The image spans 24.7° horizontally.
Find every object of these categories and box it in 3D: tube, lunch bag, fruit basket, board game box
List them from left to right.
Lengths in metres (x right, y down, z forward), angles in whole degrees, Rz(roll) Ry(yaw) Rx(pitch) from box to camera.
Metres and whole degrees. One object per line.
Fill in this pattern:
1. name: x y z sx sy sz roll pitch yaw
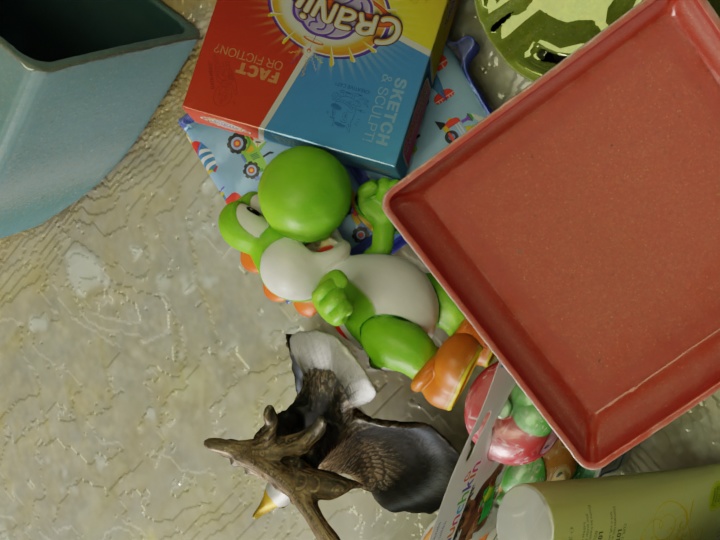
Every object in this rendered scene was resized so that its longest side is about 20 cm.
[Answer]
1. board game box: -0.014 -0.176 1.080 0.152 0.040 0.202 16 84 12
2. lunch bag: 0.003 -0.094 1.127 0.199 0.094 0.151 -35 80 15
3. fruit basket: 0.116 0.092 1.030 0.093 0.200 0.187 26 109 19
4. tube: 0.174 0.154 1.026 0.058 0.199 0.052 -36 60 44

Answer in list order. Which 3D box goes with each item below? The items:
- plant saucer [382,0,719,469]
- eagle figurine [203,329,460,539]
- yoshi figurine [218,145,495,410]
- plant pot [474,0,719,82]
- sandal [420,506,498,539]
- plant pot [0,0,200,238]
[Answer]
1. plant saucer: 0.146 -0.024 0.885 0.199 0.037 0.200 -36 105 13
2. eagle figurine: -0.019 0.114 1.107 0.150 0.200 0.153 -15 89 27
3. yoshi figurine: 0.001 -0.009 1.036 0.199 0.112 0.113 31 87 14
4. plant pot: 0.153 -0.172 0.968 0.198 0.190 0.202 5 102 26
5. sandal: 0.126 0.232 1.130 0.206 0.059 0.080 28 110 19
6. plant pot: -0.273 -0.129 1.195 0.195 0.196 0.201 37 119 16
